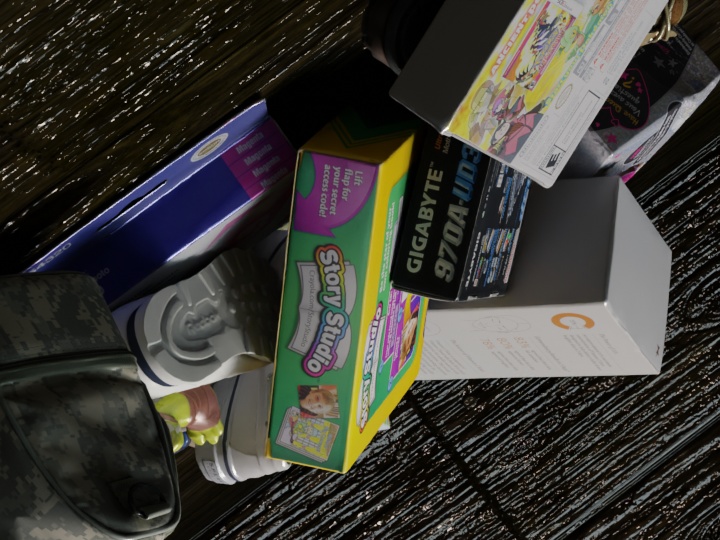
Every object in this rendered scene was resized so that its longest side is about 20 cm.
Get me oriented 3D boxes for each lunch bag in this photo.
[{"bbox_3d":[-0.199,0.119,1.220,0.200,0.168,0.139,-41,157,31],"label":"lunch bag"}]

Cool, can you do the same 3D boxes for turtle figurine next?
[{"bbox_3d":[-0.168,0.113,1.371,0.200,0.064,0.161,-32,176,33],"label":"turtle figurine"}]

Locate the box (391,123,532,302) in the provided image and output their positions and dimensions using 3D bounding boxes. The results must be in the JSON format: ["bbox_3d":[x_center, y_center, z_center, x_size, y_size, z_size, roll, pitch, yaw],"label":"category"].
[{"bbox_3d":[0.079,-0.081,1.418,0.159,0.046,0.200,-6,109,-76],"label":"box"}]

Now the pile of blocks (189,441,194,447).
[{"bbox_3d":[-0.085,0.071,1.769,0.082,0.062,0.200,-81,-165,-48],"label":"pile of blocks"}]

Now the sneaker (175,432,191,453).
[{"bbox_3d":[-0.163,0.107,1.722,0.077,0.085,0.200,-39,173,12],"label":"sneaker"}]

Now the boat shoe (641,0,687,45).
[{"bbox_3d":[0.166,-0.175,1.397,0.200,0.074,0.076,-52,157,-48],"label":"boat shoe"}]

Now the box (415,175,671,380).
[{"bbox_3d":[0.100,0.009,1.573,0.200,0.098,0.124,-2,155,25],"label":"box"}]

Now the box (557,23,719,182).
[{"bbox_3d":[0.142,-0.115,1.597,0.115,0.132,0.200,-35,172,-23],"label":"box"}]

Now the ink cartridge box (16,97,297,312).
[{"bbox_3d":[-0.120,-0.013,1.363,0.196,0.043,0.200,-36,174,-4],"label":"ink cartridge box"}]

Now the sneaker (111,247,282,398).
[{"bbox_3d":[-0.106,0.039,1.371,0.080,0.076,0.200,-27,172,26],"label":"sneaker"}]

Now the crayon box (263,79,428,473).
[{"bbox_3d":[0.000,0.000,1.405,0.173,0.058,0.200,-46,145,-65],"label":"crayon box"}]

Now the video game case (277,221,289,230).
[{"bbox_3d":[-0.025,-0.061,1.596,0.143,0.018,0.200,-32,171,-40],"label":"video game case"}]

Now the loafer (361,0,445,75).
[{"bbox_3d":[0.057,-0.152,1.259,0.200,0.063,0.072,-25,129,-48],"label":"loafer"}]

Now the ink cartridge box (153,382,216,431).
[{"bbox_3d":[-0.131,0.069,1.558,0.116,0.068,0.200,-11,-177,22],"label":"ink cartridge box"}]

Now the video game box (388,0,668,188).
[{"bbox_3d":[0.112,-0.151,1.221,0.200,0.047,0.182,-58,160,5],"label":"video game box"}]

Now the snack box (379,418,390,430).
[{"bbox_3d":[-0.016,0.050,1.696,0.053,0.142,0.200,-8,174,3],"label":"snack box"}]

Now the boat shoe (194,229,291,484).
[{"bbox_3d":[-0.050,0.058,1.505,0.067,0.200,0.074,-2,143,21],"label":"boat shoe"}]
